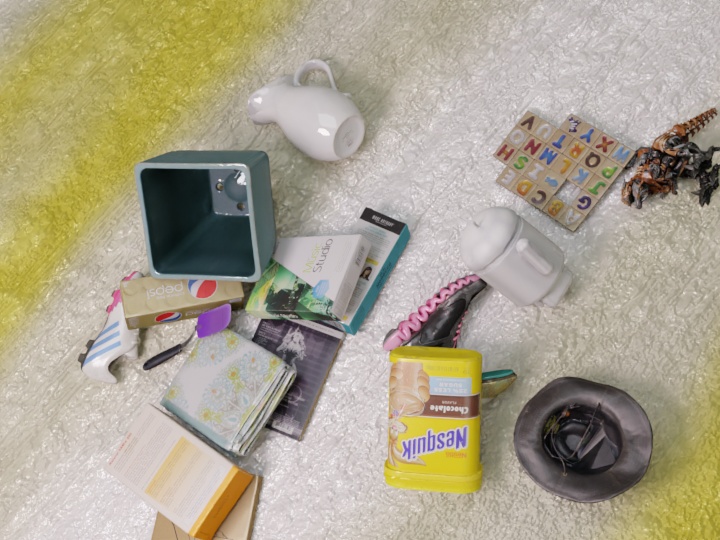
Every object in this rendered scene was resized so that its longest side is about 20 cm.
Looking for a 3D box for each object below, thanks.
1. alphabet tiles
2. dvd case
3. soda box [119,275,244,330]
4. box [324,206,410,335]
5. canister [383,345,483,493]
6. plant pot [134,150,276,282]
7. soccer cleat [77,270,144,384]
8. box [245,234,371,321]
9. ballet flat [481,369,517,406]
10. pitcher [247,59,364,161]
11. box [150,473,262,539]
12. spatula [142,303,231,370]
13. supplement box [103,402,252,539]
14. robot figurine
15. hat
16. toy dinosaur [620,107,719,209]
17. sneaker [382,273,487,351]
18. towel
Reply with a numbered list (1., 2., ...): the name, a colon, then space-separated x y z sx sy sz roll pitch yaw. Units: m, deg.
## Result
1. alphabet tiles: 0.325 -0.180 1.697 0.200 0.008 0.167 37 88 27
2. dvd case: -0.126 0.164 1.690 0.148 0.016 0.201 18 76 20
3. soda box: -0.299 0.042 1.715 0.199 0.064 0.068 -10 70 -12
4. box: 0.000 0.000 1.691 0.082 0.049 0.201 24 73 21
5. canister: 0.110 0.220 1.529 0.148 0.087 0.201 2 99 11
6. plant pot: -0.234 -0.112 1.705 0.195 0.200 0.198 2 113 15
7. soccer cleat: -0.404 0.102 1.759 0.086 0.070 0.201 25 81 7
8. box: -0.087 0.011 1.670 0.199 0.036 0.145 -2 57 42
9. ballet flat: 0.147 0.194 1.593 0.199 0.071 0.071 -6 69 11
10. pitcher: -0.074 -0.287 1.792 0.200 0.121 0.172 31 72 33
11. box: -0.251 0.414 1.627 0.162 0.021 0.201 5 72 16
12. spatula: -0.294 0.119 1.715 0.200 0.021 0.057 -34 39 24
13. supplement box: -0.289 0.319 1.619 0.199 0.074 0.126 31 81 23
14. robot figurine: 0.235 -0.022 1.589 0.200 0.169 0.113 36 76 -18
15. hat: 0.331 0.259 1.513 0.199 0.081 0.202 -8 62 15
16. toy dinosaur: 0.500 -0.179 1.625 0.136 0.102 0.201 36 104 39
17. sneaker: 0.133 0.087 1.636 0.200 0.079 0.096 -40 89 -2
18. towel: -0.218 0.191 1.669 0.199 0.048 0.172 26 77 33
